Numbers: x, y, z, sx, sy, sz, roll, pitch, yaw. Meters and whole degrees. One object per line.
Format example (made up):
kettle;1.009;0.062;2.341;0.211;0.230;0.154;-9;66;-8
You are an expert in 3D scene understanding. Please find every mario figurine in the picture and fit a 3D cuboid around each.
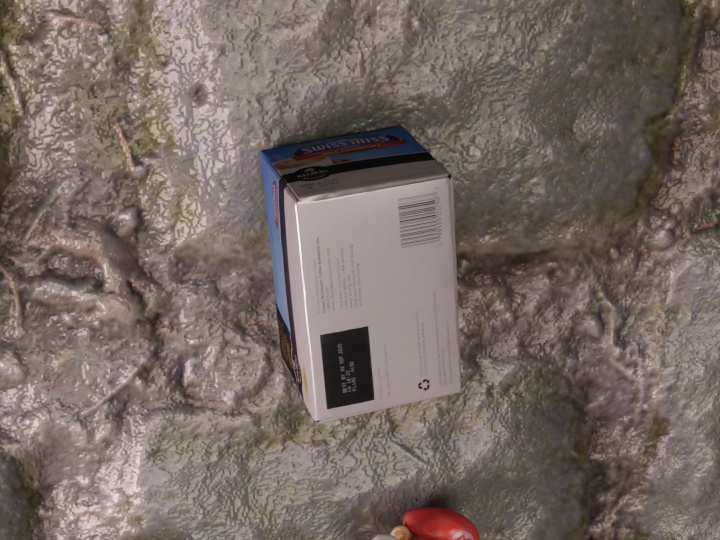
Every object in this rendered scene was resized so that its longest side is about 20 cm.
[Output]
mario figurine;0.033;0.301;1.613;0.200;0.123;0.106;-46;76;13

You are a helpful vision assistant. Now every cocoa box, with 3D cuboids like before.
cocoa box;0.000;0.000;1.467;0.133;0.131;0.200;-10;115;-12
